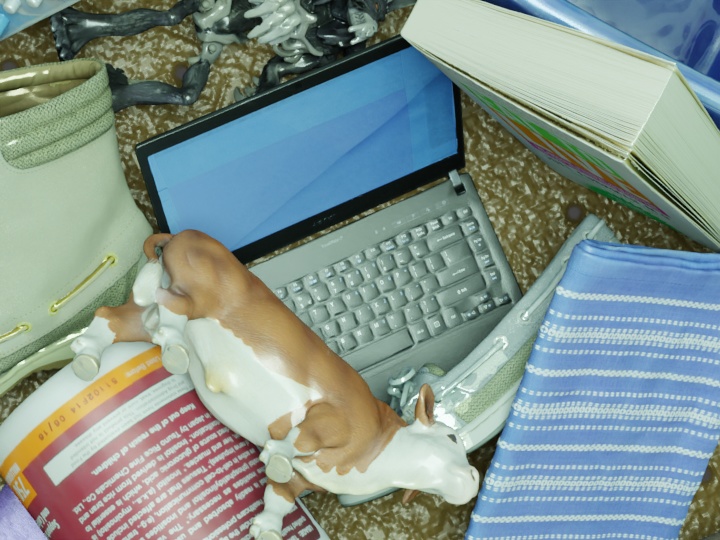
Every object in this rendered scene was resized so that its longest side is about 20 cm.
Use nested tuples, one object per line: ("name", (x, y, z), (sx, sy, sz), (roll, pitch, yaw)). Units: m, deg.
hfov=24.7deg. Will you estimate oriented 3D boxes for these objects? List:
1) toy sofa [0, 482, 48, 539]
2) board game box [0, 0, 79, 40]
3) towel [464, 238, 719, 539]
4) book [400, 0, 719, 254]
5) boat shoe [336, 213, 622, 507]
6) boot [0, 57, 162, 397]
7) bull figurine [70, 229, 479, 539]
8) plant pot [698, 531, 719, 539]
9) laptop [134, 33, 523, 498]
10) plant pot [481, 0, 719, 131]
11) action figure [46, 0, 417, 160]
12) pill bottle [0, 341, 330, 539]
("toy sofa", (-0.143, 0.199, 0.829), (0.098, 0.083, 0.200), (-42, 93, -9))
("board game box", (-0.209, -0.176, 0.737), (0.200, 0.200, 0.026), (38, 65, -26))
("towel", (0.137, 0.079, 0.850), (0.144, 0.024, 0.200), (5, 113, -32))
("book", (0.116, -0.071, 0.814), (0.133, 0.200, 0.048), (29, 90, 30))
("boat shoe", (0.064, 0.052, 0.862), (0.202, 0.074, 0.065), (-36, 83, -2))
("boot", (-0.199, -0.010, 0.804), (0.200, 0.072, 0.155), (-23, 128, -16))
("bull figurine", (-0.039, 0.061, 0.772), (0.200, 0.121, 0.065), (40, 118, 6))
("plant pot", (0.210, 0.210, 0.849), (0.174, 0.200, 0.201), (-12, 88, 7))
("laptop", (0.000, 0.000, 0.859), (0.177, 0.103, 0.200), (-24, 90, -10))
("plant pot", (0.173, -0.165, 0.863), (0.200, 0.180, 0.200), (29, 81, -6))
("action figure", (-0.054, -0.118, 0.854), (0.199, 0.102, 0.119), (-15, 133, -6))
("pill bottle", (-0.083, 0.135, 0.813), (0.113, 0.113, 0.200), (-36, 81, -11))
